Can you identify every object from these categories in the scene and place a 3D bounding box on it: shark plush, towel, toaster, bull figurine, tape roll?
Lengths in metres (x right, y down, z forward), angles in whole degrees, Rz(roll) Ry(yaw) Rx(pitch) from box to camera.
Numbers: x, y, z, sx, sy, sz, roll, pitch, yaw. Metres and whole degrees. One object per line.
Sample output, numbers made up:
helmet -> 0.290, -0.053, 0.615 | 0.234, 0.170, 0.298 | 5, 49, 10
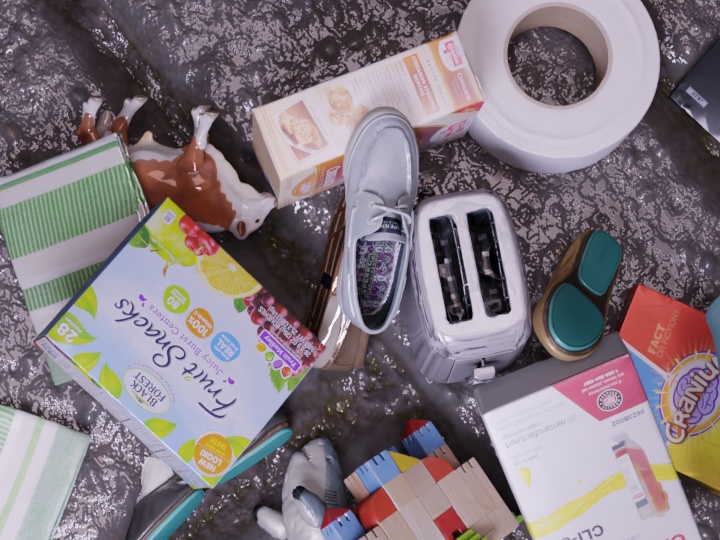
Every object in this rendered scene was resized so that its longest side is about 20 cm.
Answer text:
shark plush -> -0.009, 0.253, 1.536 | 0.083, 0.091, 0.200 | -28, 76, -39
towel -> -0.369, 0.191, 1.537 | 0.199, 0.023, 0.153 | 19, 79, 0
toaster -> 0.095, 0.005, 1.548 | 0.113, 0.129, 0.201 | -8, 81, -5
bull figurine -> -0.176, -0.096, 1.562 | 0.199, 0.065, 0.122 | 7, 104, 9
tape roll -> 0.186, -0.199, 1.617 | 0.201, 0.071, 0.204 | 0, 80, -3
towel -> -0.250, -0.011, 1.547 | 0.152, 0.023, 0.201 | -19, 93, 17

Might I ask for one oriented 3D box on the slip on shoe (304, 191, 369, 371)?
slip on shoe -> 0.000, 0.000, 1.555 | 0.060, 0.076, 0.201 | 13, 99, -17

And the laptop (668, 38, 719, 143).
laptop -> 0.442, -0.194, 1.661 | 0.177, 0.103, 0.200 | 43, 55, 3

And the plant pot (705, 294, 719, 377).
plant pot -> 0.406, 0.090, 1.489 | 0.199, 0.200, 0.189 | -22, 67, -7

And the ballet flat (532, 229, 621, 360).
ballet flat -> 0.194, 0.034, 1.534 | 0.069, 0.063, 0.200 | 43, 37, -4

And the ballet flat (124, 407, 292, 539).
ballet flat -> -0.154, 0.185, 1.541 | 0.200, 0.068, 0.068 | -39, 75, -19

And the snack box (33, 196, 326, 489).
snack box -> -0.158, 0.066, 1.481 | 0.200, 0.068, 0.169 | 44, 70, -9

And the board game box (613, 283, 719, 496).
board game box -> 0.323, 0.123, 1.586 | 0.199, 0.040, 0.154 | 23, 80, 1

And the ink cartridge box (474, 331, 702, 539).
ink cartridge box -> 0.207, 0.179, 1.510 | 0.144, 0.083, 0.201 | -23, 102, 3

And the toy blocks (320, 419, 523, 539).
toy blocks -> 0.044, 0.218, 1.508 | 0.199, 0.100, 0.137 | -31, 82, -35

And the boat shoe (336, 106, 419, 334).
boat shoe -> 0.021, -0.040, 1.469 | 0.070, 0.072, 0.202 | 0, 111, -18

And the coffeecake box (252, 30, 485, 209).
coffeecake box -> 0.003, -0.137, 1.553 | 0.199, 0.154, 0.073 | -22, 84, -6
